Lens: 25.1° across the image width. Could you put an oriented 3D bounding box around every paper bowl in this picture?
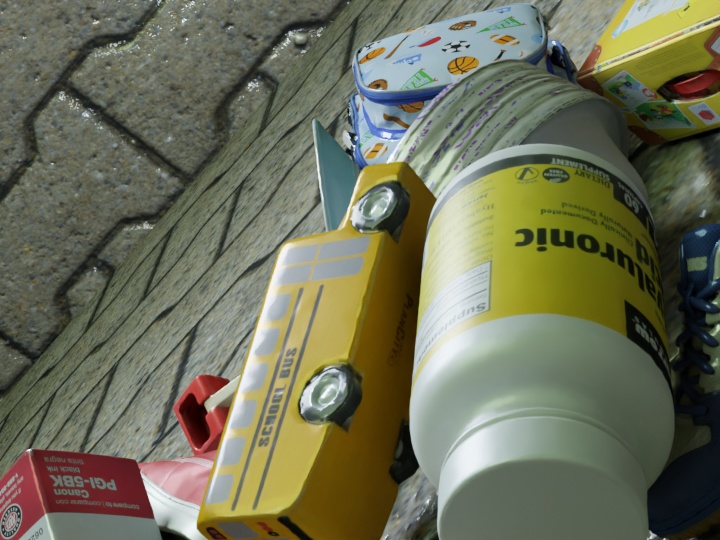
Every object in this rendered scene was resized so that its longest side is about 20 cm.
[{"bbox_3d":[0.090,-0.012,0.932,0.201,0.104,0.201,-40,-34,-35],"label":"paper bowl"}]

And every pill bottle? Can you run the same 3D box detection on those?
[{"bbox_3d":[0.078,0.042,0.700,0.111,0.111,0.200,-43,23,31],"label":"pill bottle"}]

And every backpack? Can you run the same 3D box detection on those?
[{"bbox_3d":[0.079,-0.088,1.112,0.200,0.154,0.191,-19,33,7],"label":"backpack"}]

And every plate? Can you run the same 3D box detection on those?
[{"bbox_3d":[0.000,0.000,1.030,0.026,0.200,0.200,-11,19,1],"label":"plate"}]

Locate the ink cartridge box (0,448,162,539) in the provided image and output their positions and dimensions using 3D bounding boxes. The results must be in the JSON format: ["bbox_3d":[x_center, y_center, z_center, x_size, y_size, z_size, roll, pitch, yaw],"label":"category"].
[{"bbox_3d":[-0.174,0.228,0.945,0.147,0.083,0.200,-46,50,29],"label":"ink cartridge box"}]

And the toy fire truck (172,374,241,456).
[{"bbox_3d":[-0.025,0.063,1.169,0.200,0.141,0.049,-44,60,27],"label":"toy fire truck"}]

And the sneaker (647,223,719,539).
[{"bbox_3d":[0.168,0.024,0.738,0.200,0.088,0.075,-57,16,-15],"label":"sneaker"}]

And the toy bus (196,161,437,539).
[{"bbox_3d":[-0.010,0.045,0.782,0.078,0.065,0.200,-10,50,34],"label":"toy bus"}]

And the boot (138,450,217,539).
[{"bbox_3d":[-0.074,0.131,1.043,0.144,0.072,0.200,-40,19,-22],"label":"boot"}]

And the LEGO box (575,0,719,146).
[{"bbox_3d":[0.244,-0.171,1.012,0.149,0.077,0.200,-55,14,-15],"label":"LEGO box"}]
